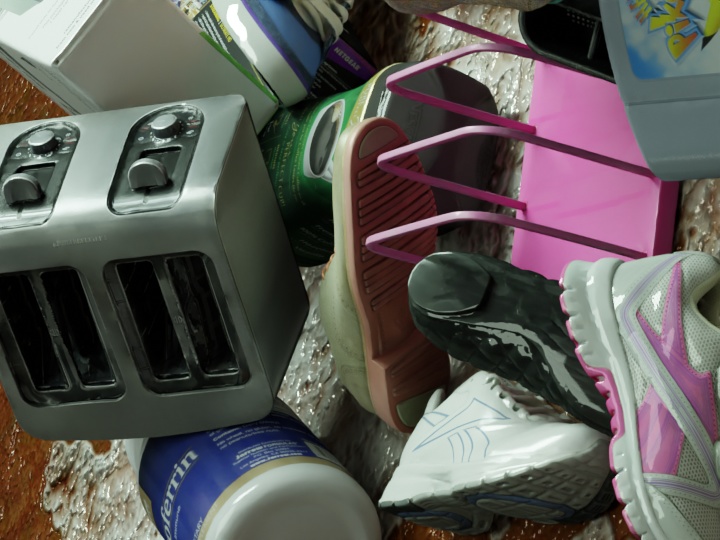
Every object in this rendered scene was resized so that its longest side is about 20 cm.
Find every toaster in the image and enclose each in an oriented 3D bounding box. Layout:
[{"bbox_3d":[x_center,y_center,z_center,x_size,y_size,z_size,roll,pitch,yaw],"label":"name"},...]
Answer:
[{"bbox_3d":[-0.139,0.005,1.596,0.119,0.180,0.201,-73,-28,-52],"label":"toaster"}]

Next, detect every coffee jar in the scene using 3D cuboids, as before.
[{"bbox_3d":[0.004,-0.065,1.609,0.200,0.085,0.105,-12,60,60],"label":"coffee jar"}]

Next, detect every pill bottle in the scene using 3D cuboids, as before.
[{"bbox_3d":[-0.074,0.138,1.624,0.200,0.115,0.116,42,114,60],"label":"pill bottle"}]

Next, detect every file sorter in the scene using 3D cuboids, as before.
[{"bbox_3d":[0.090,-0.099,1.428,0.139,0.125,0.201,-14,65,59],"label":"file sorter"}]

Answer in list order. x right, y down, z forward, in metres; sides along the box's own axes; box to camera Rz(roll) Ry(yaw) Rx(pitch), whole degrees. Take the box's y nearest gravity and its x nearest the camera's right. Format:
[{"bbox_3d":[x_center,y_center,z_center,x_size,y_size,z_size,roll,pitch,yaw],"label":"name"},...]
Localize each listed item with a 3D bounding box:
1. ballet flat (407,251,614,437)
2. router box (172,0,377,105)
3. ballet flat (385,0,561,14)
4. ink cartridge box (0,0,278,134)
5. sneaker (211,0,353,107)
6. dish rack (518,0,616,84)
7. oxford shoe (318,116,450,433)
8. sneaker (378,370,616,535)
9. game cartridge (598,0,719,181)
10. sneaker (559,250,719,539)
[{"bbox_3d":[0.109,0.041,1.363,0.200,0.057,0.067,28,81,35],"label":"ballet flat"},{"bbox_3d":[-0.083,-0.147,1.795,0.149,0.051,0.200,-43,37,12],"label":"router box"},{"bbox_3d":[0.040,-0.171,1.348,0.200,0.067,0.068,7,84,62],"label":"ballet flat"},{"bbox_3d":[-0.165,-0.142,1.698,0.084,0.145,0.200,-52,32,-5],"label":"ink cartridge box"},{"bbox_3d":[-0.019,-0.200,1.672,0.146,0.081,0.200,-32,32,9],"label":"sneaker"},{"bbox_3d":[0.175,-0.186,1.297,0.153,0.055,0.201,22,111,22],"label":"dish rack"},{"bbox_3d":[0.000,0.000,1.511,0.074,0.071,0.201,22,127,41],"label":"oxford shoe"},{"bbox_3d":[0.076,0.094,1.424,0.200,0.074,0.087,-12,61,58],"label":"sneaker"},{"bbox_3d":[0.180,-0.144,1.255,0.133,0.040,0.201,-3,98,32],"label":"game cartridge"},{"bbox_3d":[0.165,0.074,1.254,0.088,0.081,0.201,-21,74,15],"label":"sneaker"}]
